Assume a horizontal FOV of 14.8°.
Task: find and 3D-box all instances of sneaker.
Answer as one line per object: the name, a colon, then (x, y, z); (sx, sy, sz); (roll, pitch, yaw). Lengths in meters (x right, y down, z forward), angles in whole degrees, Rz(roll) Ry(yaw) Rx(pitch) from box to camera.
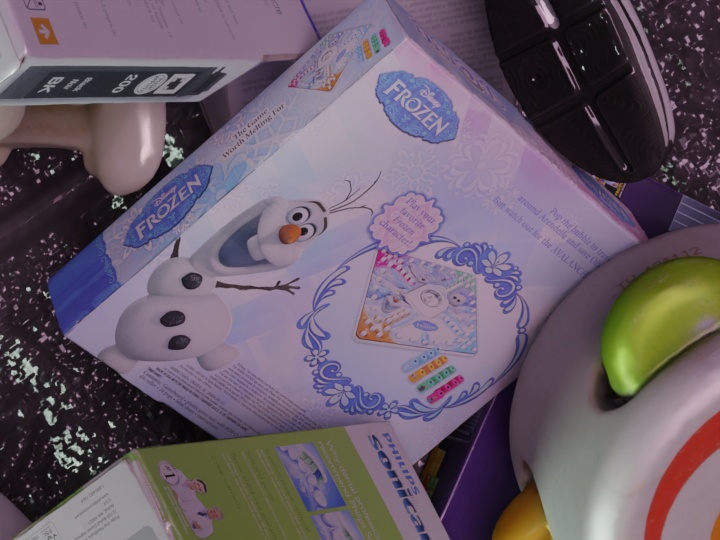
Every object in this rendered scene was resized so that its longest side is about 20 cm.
sneaker: (0.104, -0.145, 1.226); (0.115, 0.076, 0.201); (-30, 93, -41)

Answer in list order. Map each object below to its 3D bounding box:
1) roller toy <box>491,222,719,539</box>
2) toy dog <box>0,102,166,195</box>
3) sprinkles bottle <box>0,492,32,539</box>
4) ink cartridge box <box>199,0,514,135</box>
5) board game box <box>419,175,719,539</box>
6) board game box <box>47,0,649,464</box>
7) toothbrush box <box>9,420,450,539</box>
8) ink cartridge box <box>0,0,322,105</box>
roller toy: (0.164, 0.080, 1.242); (0.182, 0.140, 0.201); (7, 112, -21)
toy dog: (-0.186, -0.116, 1.152); (0.200, 0.139, 0.195); (4, 100, -51)
sprinkles bottle: (-0.125, 0.193, 1.277); (0.068, 0.068, 0.200); (-44, 103, -8)
ink cartridge box: (-0.004, -0.090, 1.291); (0.160, 0.047, 0.201); (-14, 112, -31)
board game box: (0.137, 0.065, 1.345); (0.165, 0.057, 0.201); (24, 87, -16)
board game box: (0.000, 0.000, 1.234); (0.199, 0.043, 0.200); (-39, 132, 14)
toothbrush box: (-0.071, 0.139, 1.188); (0.145, 0.200, 0.086); (-36, 74, 26)
ink cartridge box: (-0.119, -0.163, 1.140); (0.200, 0.043, 0.199); (-6, 68, -55)
